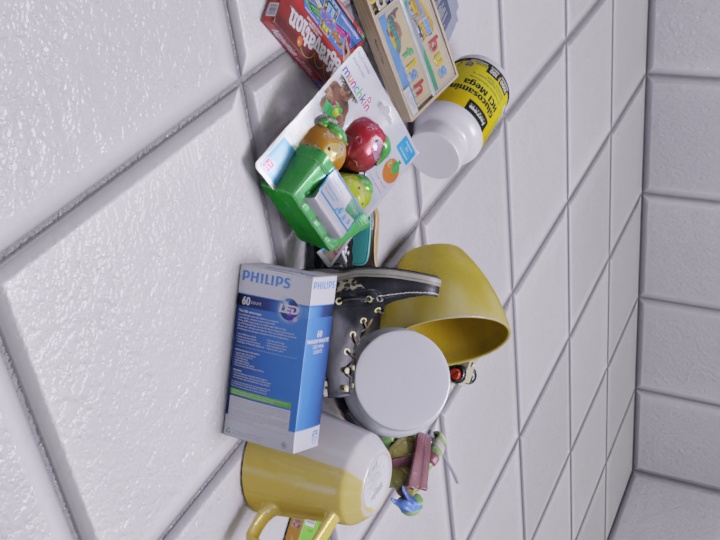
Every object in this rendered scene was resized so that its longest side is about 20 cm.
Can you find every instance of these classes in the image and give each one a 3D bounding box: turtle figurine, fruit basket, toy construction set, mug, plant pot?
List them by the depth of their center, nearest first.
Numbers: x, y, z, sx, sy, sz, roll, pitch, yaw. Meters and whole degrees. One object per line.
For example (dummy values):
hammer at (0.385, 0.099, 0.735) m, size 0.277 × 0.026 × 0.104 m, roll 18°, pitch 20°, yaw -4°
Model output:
fruit basket at (-0.016, -0.131, 1.180) m, size 0.200 × 0.093 × 0.186 m, roll -47°, pitch 133°, yaw -15°
mug at (-0.050, 0.265, 1.229) m, size 0.149 × 0.152 × 0.189 m, roll 28°, pitch 74°, yaw -63°
turtle figurine at (0.051, 0.259, 1.478) m, size 0.200 × 0.142 × 0.196 m, roll -10°, pitch 93°, yaw -73°
plant pot at (0.118, 0.045, 1.487) m, size 0.200 × 0.198 × 0.143 m, roll 45°, pitch 34°, yaw -59°
toy construction set at (0.142, 0.120, 1.613) m, size 0.092 × 0.130 × 0.202 m, roll -7°, pitch 111°, yaw -49°

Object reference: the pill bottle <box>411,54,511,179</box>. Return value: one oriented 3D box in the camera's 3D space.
pill bottle at (0.149, -0.234, 1.509) m, size 0.201 × 0.111 × 0.113 m, roll -58°, pitch 146°, yaw -39°

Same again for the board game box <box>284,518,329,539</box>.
board game box at (-0.084, 0.410, 1.350) m, size 0.096 × 0.030 × 0.202 m, roll 43°, pitch 57°, yaw -59°

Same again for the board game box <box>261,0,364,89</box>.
board game box at (-0.052, -0.292, 1.188) m, size 0.200 × 0.019 × 0.104 m, roll 40°, pitch 64°, yaw -61°

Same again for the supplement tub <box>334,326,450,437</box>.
supplement tub at (0.039, 0.151, 1.306) m, size 0.200 × 0.139 × 0.142 m, roll 126°, pitch -20°, yaw -78°

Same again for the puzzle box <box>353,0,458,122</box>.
puzzle box at (0.064, -0.321, 1.335) m, size 0.133 × 0.025 × 0.201 m, roll -48°, pitch 127°, yaw -36°

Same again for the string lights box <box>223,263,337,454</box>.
string lights box at (-0.094, 0.099, 1.139) m, size 0.059 × 0.102 × 0.202 m, roll -2°, pitch 101°, yaw -61°

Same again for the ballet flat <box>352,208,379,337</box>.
ballet flat at (0.000, 0.000, 1.343) m, size 0.063 × 0.068 × 0.202 m, roll -14°, pitch 113°, yaw -77°

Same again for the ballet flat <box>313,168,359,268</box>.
ballet flat at (-0.038, -0.056, 1.279) m, size 0.066 × 0.057 × 0.202 m, roll 3°, pitch 96°, yaw -21°

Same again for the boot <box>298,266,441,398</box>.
boot at (-0.002, 0.074, 1.183) m, size 0.073 × 0.201 × 0.156 m, roll 23°, pitch 67°, yaw -77°

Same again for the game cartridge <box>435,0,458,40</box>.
game cartridge at (0.088, -0.356, 1.433) m, size 0.201 × 0.041 × 0.134 m, roll -65°, pitch 146°, yaw -29°
